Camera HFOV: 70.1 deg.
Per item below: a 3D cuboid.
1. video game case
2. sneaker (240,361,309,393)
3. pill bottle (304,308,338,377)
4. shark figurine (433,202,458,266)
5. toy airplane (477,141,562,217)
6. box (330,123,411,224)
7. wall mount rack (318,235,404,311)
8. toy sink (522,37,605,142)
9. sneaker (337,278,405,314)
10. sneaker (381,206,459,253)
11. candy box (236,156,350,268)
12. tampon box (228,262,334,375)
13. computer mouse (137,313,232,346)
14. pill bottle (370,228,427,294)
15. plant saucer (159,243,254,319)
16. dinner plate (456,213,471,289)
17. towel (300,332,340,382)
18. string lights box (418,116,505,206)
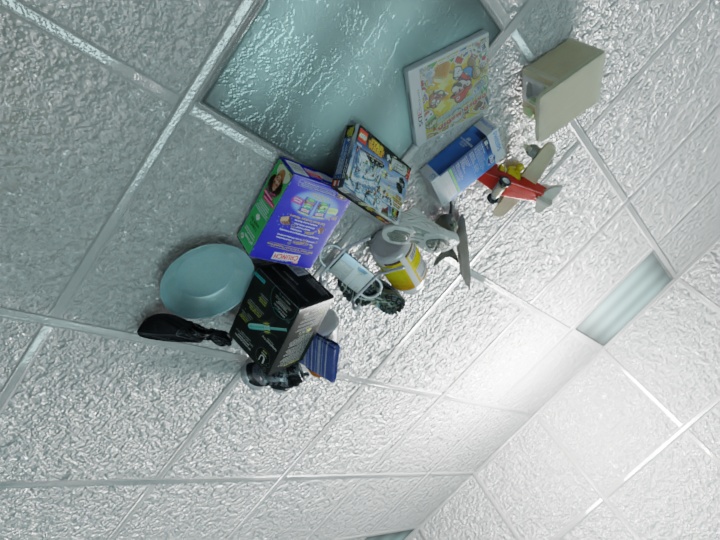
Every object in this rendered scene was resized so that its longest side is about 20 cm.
[{"bbox_3d":[0.190,-0.385,1.099,0.198,0.023,0.183,-29,140,-11],"label":"video game case"},{"bbox_3d":[-0.220,0.269,1.357,0.113,0.076,0.200,-25,150,21],"label":"sneaker"},{"bbox_3d":[-0.110,0.199,1.370,0.105,0.107,0.202,-18,137,-21],"label":"pill bottle"},{"bbox_3d":[0.210,-0.104,1.363,0.088,0.130,0.215,-8,157,4],"label":"shark figurine"},{"bbox_3d":[0.412,-0.231,1.318,0.198,0.143,0.199,-19,141,21],"label":"toy airplane"},{"bbox_3d":[0.028,-0.198,1.090,0.199,0.039,0.139,27,73,-48],"label":"box"},{"bbox_3d":[0.000,0.000,1.230,0.199,0.075,0.174,38,108,-25],"label":"wall mount rack"},{"bbox_3d":[0.447,-0.418,1.191,0.199,0.112,0.131,-36,141,-9],"label":"toy sink"},{"bbox_3d":[0.022,0.050,1.354,0.198,0.087,0.078,26,112,-22],"label":"sneaker"},{"bbox_3d":[0.146,-0.107,1.213,0.197,0.101,0.078,14,145,-19],"label":"sneaker"},{"bbox_3d":[-0.136,-0.113,1.076,0.168,0.077,0.201,12,119,-45],"label":"candy box"},{"bbox_3d":[-0.181,0.103,1.168,0.126,0.150,0.202,-15,141,-54],"label":"tampon box"},{"bbox_3d":[-0.378,0.121,1.082,0.197,0.054,0.138,0,163,20],"label":"computer mouse"},{"bbox_3d":[0.106,-0.019,1.319,0.109,0.110,0.200,-37,140,0],"label":"pill bottle"},{"bbox_3d":[-0.325,0.016,1.088,0.199,0.039,0.203,-20,137,-20],"label":"plant saucer"},{"bbox_3d":[0.273,-0.050,1.367,0.024,0.202,0.202,-7,139,7],"label":"dinner plate"},{"bbox_3d":[-0.137,0.188,1.284,0.024,0.198,0.146,-42,151,-41],"label":"towel"},{"bbox_3d":[0.247,-0.258,1.234,0.199,0.059,0.103,-39,141,2],"label":"string lights box"}]
